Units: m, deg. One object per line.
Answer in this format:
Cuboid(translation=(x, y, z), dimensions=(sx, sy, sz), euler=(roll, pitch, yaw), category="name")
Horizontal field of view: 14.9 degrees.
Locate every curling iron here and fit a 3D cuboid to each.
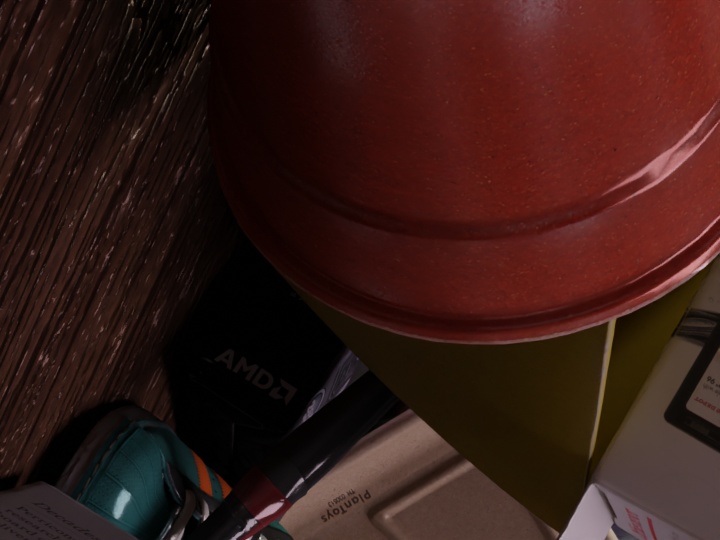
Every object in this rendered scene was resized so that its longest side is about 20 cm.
Cuboid(translation=(-0.032, 0.091, 1.046), dimensions=(0.200, 0.026, 0.050), euler=(-50, 123, -25), category="curling iron")

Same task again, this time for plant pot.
Cuboid(translation=(0.032, -0.112, 0.831), dimensions=(0.201, 0.200, 0.195), euler=(-55, 156, -21), category="plant pot")
Cuboid(translation=(0.059, -0.055, 1.017), dimensions=(0.200, 0.176, 0.200), euler=(-55, 164, -24), category="plant pot")

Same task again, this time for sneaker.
Cuboid(translation=(-0.065, 0.110, 1.086), dimensions=(0.071, 0.080, 0.200), euler=(-59, 162, -7), category="sneaker")

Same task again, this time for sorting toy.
Cuboid(translation=(0.035, 0.166, 1.213), dimensions=(0.185, 0.200, 0.036), euler=(-31, -173, 6), category="sorting toy")

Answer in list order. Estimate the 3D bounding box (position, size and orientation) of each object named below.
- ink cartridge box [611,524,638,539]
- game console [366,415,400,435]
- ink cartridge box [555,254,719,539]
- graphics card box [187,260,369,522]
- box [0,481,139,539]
Cuboid(translation=(0.113, 0.151, 1.320), dimensions=(0.200, 0.100, 0.039), euler=(-12, 158, -47), category="ink cartridge box")
Cuboid(translation=(0.048, 0.067, 1.355), dimensions=(0.200, 0.116, 0.176), euler=(118, -8, -59), category="game console")
Cuboid(translation=(0.145, 0.052, 1.020), dimensions=(0.200, 0.068, 0.116), euler=(-59, 165, -7), category="ink cartridge box")
Cuboid(translation=(0.000, 0.000, 1.152), dimensions=(0.200, 0.051, 0.126), euler=(-54, 170, -22), category="graphics card box")
Cuboid(translation=(-0.099, 0.209, 0.929), dimensions=(0.199, 0.200, 0.131), euler=(-64, 162, 12), category="box")
